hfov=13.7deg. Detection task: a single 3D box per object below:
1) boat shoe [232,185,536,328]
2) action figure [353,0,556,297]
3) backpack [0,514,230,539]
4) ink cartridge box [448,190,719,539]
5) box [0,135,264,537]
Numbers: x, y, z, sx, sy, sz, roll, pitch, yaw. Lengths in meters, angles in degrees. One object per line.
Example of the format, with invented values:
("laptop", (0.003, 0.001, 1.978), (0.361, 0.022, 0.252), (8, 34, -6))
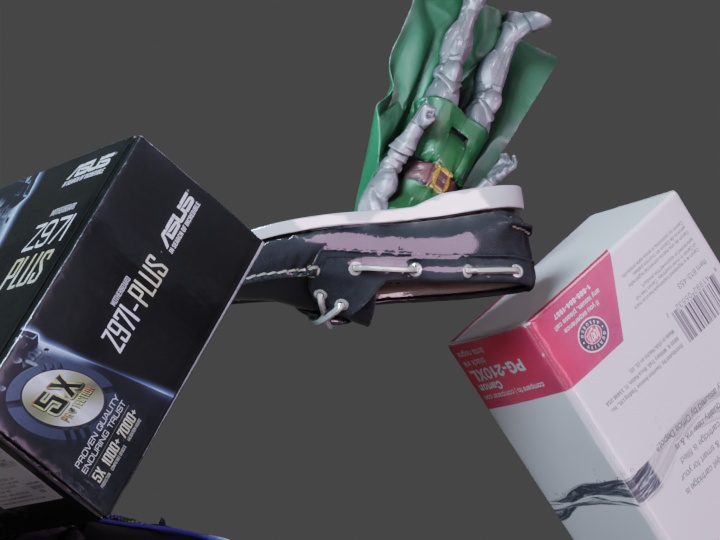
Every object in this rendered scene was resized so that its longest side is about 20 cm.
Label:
("boat shoe", (0.000, 0.000, 1.611), (0.199, 0.076, 0.061), (-12, 82, -10))
("action figure", (0.046, -0.069, 1.697), (0.118, 0.055, 0.201), (33, 68, -28))
("backpack", (-0.107, 0.215, 1.446), (0.147, 0.199, 0.184), (49, 55, -40))
("ink cartridge box", (0.167, 0.080, 1.729), (0.145, 0.084, 0.200), (-40, 103, -33))
("box", (-0.162, 0.040, 1.441), (0.086, 0.200, 0.164), (41, 61, -21))
